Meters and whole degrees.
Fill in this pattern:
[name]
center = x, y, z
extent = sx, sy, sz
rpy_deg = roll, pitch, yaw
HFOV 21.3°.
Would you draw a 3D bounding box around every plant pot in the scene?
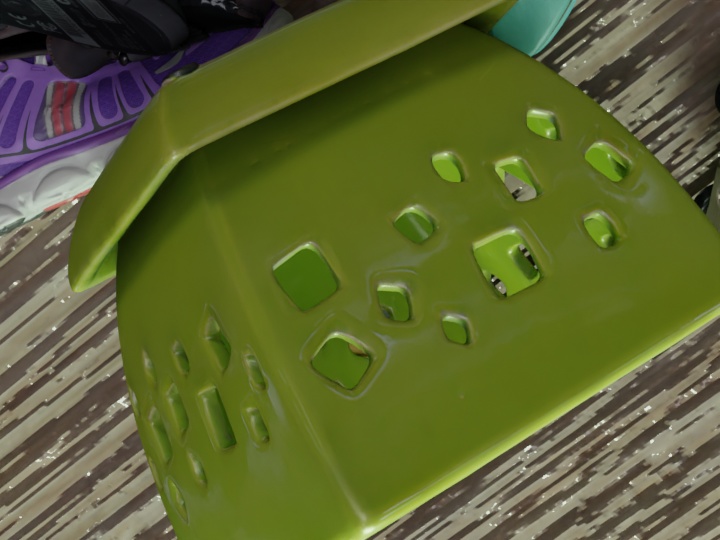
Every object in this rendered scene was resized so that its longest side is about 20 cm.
[plant pot]
center = 0.000, 0.000, 0.769
extent = 0.199, 0.200, 0.182
rpy_deg = -28, 85, -26

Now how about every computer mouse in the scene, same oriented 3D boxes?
[computer mouse]
center = -0.163, -0.137, 0.717
extent = 0.199, 0.140, 0.046
rpy_deg = 12, 76, 25

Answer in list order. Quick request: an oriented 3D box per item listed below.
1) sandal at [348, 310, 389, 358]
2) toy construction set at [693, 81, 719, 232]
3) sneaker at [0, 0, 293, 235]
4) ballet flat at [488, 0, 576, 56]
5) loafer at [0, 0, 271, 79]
[sandal]
center = -0.024, 0.024, 0.893
extent = 0.199, 0.055, 0.082
rpy_deg = 25, 111, -6
[toy construction set]
center = 0.221, -0.045, 0.836
extent = 0.130, 0.092, 0.201
rpy_deg = -4, 113, -12
[sneaker]
center = -0.125, -0.078, 0.851
extent = 0.199, 0.081, 0.084
rpy_deg = -24, 96, 9
[ballet flat]
center = 0.075, -0.180, 0.790
extent = 0.070, 0.067, 0.201
rpy_deg = -1, 124, -44
[loafer]
center = -0.128, -0.103, 0.805
extent = 0.199, 0.072, 0.063
rpy_deg = 4, 80, 23
